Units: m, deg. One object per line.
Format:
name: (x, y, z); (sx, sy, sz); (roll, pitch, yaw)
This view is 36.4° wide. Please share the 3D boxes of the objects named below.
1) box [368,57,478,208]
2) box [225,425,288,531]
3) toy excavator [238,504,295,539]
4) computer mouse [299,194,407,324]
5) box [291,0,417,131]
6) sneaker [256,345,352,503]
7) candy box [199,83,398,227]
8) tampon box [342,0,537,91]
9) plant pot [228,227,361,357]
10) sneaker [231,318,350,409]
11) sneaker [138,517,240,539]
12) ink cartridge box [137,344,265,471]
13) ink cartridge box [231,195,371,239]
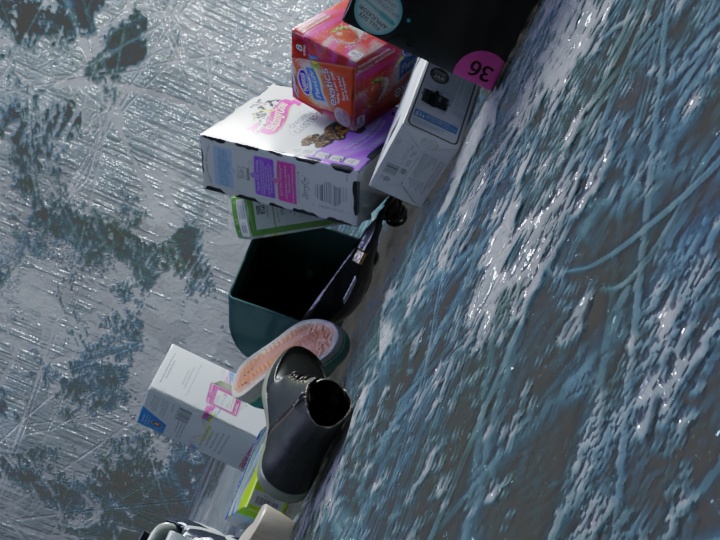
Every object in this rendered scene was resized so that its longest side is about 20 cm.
box: (0.078, -0.179, 1.121); (0.117, 0.060, 0.200); (121, 170, -56)
box: (-0.104, 0.232, 1.249); (0.200, 0.048, 0.122); (129, 163, -68)
toy excavator: (-0.142, 0.313, 1.108); (0.200, 0.100, 0.194); (-58, 7, -3)
computer mouse: (0.000, 0.000, 1.234); (0.200, 0.046, 0.140); (-55, 2, 4)
box: (0.023, -0.255, 1.246); (0.200, 0.100, 0.096); (-37, -35, -33)
sneaker: (-0.045, 0.122, 1.066); (0.106, 0.075, 0.200); (-58, 18, 31)
candy box: (-0.054, -0.137, 1.245); (0.168, 0.199, 0.072); (-48, -34, -49)
tampon box: (0.093, -0.290, 0.970); (0.126, 0.149, 0.200); (-79, 13, -67)
plant pot: (-0.089, 0.045, 1.424); (0.200, 0.141, 0.142); (109, 180, -60)
sneaker: (-0.064, 0.115, 1.264); (0.200, 0.080, 0.072); (-28, 42, 46)
sneaker: (-0.200, 0.339, 1.290); (0.199, 0.129, 0.080); (129, 165, -70)
ink cartridge box: (-0.219, 0.213, 1.640); (0.085, 0.200, 0.145); (-66, 5, -33)
ink cartridge box: (-0.048, -0.082, 1.318); (0.104, 0.199, 0.060); (-169, 69, -74)
